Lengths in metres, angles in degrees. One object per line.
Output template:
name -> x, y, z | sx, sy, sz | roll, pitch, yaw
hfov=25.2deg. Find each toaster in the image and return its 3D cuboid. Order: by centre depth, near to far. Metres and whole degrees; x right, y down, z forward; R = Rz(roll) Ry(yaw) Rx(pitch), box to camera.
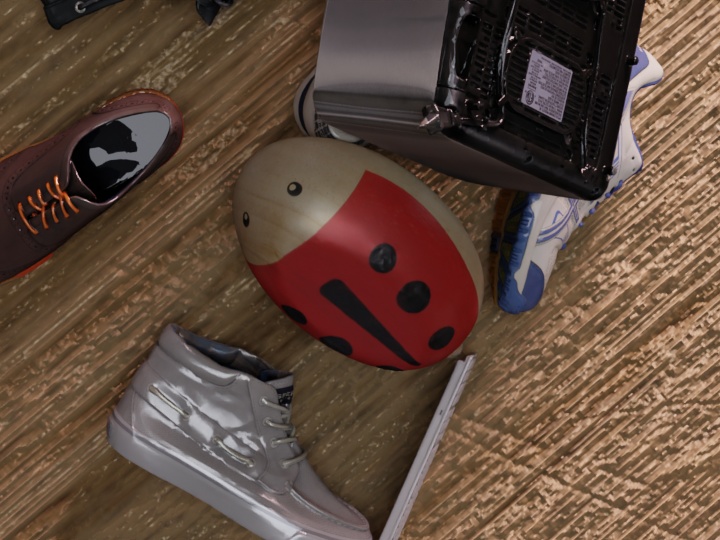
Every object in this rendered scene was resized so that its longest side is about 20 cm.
toaster -> 0.074, -0.149, 0.963 | 0.199, 0.118, 0.183 | 17, 83, -48

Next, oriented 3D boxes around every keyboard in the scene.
keyboard -> 0.036, 0.149, 1.096 | 0.011, 0.056, 0.202 | 24, 92, 13

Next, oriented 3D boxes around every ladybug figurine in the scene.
ladybug figurine -> 0.000, 0.000, 1.037 | 0.135, 0.072, 0.200 | -35, 119, 31

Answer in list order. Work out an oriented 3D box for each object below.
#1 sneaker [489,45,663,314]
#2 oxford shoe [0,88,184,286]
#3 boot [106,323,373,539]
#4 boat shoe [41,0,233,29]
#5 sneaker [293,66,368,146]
sneaker -> 0.147, -0.062, 1.081 | 0.087, 0.075, 0.202 | 15, 96, -14
oxford shoe -> -0.200, -0.050, 1.028 | 0.199, 0.073, 0.071 | -39, 101, -3
boot -> -0.063, 0.114, 1.066 | 0.199, 0.074, 0.096 | 28, 98, -10
boat shoe -> -0.111, -0.188, 1.027 | 0.197, 0.075, 0.067 | -7, 100, -7
sneaker -> 0.032, -0.161, 1.049 | 0.076, 0.080, 0.201 | 31, 89, -9
